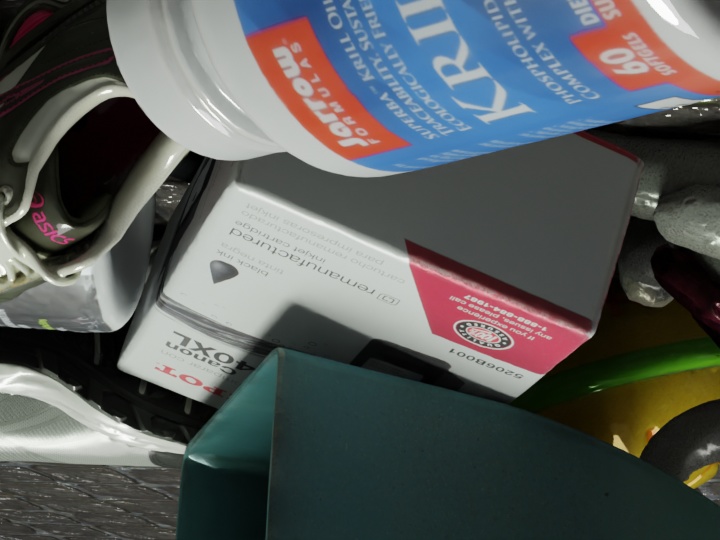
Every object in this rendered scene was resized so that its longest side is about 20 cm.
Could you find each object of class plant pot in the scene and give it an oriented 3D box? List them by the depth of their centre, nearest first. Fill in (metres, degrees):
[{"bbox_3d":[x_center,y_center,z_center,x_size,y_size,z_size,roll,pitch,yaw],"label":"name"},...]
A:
[{"bbox_3d":[0.038,0.132,0.830,0.199,0.142,0.141,9,157,-16],"label":"plant pot"}]

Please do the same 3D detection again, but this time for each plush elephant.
[{"bbox_3d":[0.175,0.035,0.876,0.199,0.156,0.165,0,164,18],"label":"plush elephant"}]

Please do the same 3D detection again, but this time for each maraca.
[{"bbox_3d":[0.152,0.059,1.050,0.199,0.108,0.137,-6,166,-29],"label":"maraca"}]

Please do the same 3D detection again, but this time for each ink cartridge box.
[{"bbox_3d":[0.000,0.000,0.832,0.145,0.084,0.200,22,153,-9],"label":"ink cartridge box"}]

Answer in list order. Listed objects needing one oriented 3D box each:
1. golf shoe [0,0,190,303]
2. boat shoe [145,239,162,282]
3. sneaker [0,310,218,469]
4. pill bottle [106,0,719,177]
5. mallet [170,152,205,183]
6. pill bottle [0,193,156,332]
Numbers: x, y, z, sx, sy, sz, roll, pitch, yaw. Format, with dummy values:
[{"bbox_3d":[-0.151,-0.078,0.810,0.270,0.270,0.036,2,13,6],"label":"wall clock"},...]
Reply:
[{"bbox_3d":[-0.129,-0.022,0.715,0.200,0.088,0.077,-43,122,11],"label":"golf shoe"},{"bbox_3d":[-0.101,0.015,1.069,0.068,0.072,0.200,21,163,-11],"label":"boat shoe"},{"bbox_3d":[-0.147,0.051,0.910,0.199,0.074,0.080,14,132,-15],"label":"sneaker"},{"bbox_3d":[0.024,-0.086,0.561,0.112,0.113,0.199,18,159,-40],"label":"pill bottle"},{"bbox_3d":[-0.045,-0.031,0.937,0.199,0.041,0.066,16,158,-24],"label":"mallet"},{"bbox_3d":[-0.187,-0.033,0.825,0.199,0.107,0.106,3,165,6],"label":"pill bottle"}]
